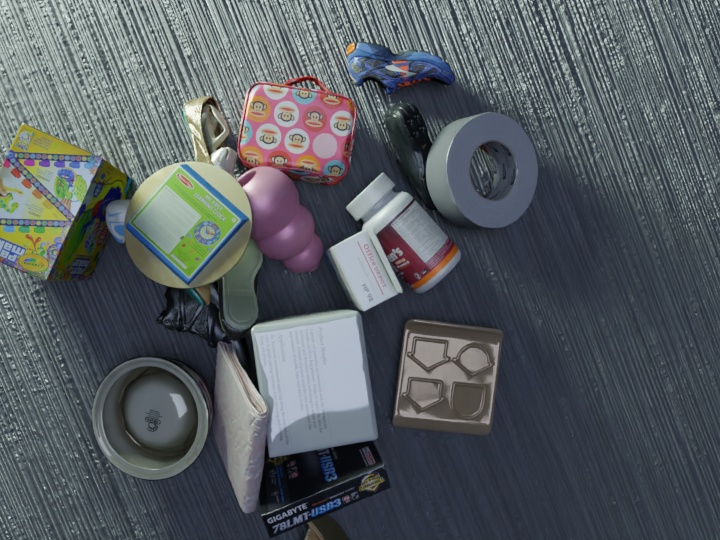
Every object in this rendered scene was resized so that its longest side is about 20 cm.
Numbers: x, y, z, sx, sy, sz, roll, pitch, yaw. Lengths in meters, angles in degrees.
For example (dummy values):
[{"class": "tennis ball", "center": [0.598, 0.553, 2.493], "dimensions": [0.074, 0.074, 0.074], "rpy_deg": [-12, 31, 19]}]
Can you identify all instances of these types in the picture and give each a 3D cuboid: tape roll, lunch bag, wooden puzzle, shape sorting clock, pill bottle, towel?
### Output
[{"class": "tape roll", "center": [0.217, -0.174, 1.075], "dimensions": [0.200, 0.066, 0.201], "rpy_deg": [-2, 94, -27]}, {"class": "lunch bag", "center": [-0.108, -0.249, 1.052], "dimensions": [0.199, 0.082, 0.177], "rpy_deg": [10, 87, -7]}, {"class": "wooden puzzle", "center": [0.156, 0.193, 1.106], "dimensions": [0.184, 0.046, 0.201], "rpy_deg": [8, 93, -7]}, {"class": "shape sorting clock", "center": [-0.263, -0.071, 0.931], "dimensions": [0.199, 0.039, 0.201], "rpy_deg": [-1, 81, 6]}, {"class": "pill bottle", "center": [0.073, -0.066, 1.062], "dimensions": [0.110, 0.110, 0.200], "rpy_deg": [-43, 95, -6]}, {"class": "towel", "center": [-0.191, 0.241, 0.953], "dimensions": [0.032, 0.191, 0.201], "rpy_deg": [-6, 122, -27]}]

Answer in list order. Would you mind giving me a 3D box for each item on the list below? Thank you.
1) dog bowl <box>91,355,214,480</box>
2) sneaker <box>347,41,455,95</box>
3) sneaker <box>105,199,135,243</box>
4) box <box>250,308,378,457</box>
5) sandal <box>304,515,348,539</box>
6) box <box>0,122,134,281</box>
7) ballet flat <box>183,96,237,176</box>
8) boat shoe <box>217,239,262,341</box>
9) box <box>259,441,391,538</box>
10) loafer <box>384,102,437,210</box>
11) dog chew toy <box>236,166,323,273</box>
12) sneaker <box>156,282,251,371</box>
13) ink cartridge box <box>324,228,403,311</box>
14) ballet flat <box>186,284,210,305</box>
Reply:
[{"class": "dog bowl", "center": [-0.332, 0.235, 1.001], "dimensions": [0.199, 0.074, 0.201], "rpy_deg": [0, 92, 7]}, {"class": "sneaker", "center": [0.071, -0.353, 1.091], "dimensions": [0.199, 0.075, 0.079], "rpy_deg": [8, 97, 0]}, {"class": "sneaker", "center": [-0.322, -0.096, 1.013], "dimensions": [0.199, 0.072, 0.073], "rpy_deg": [-18, 124, -34]}, {"class": "box", "center": [-0.077, 0.171, 0.994], "dimensions": [0.171, 0.200, 0.200], "rpy_deg": [-8, 90, -6]}, {"class": "sandal", "center": [-0.083, 0.464, 1.064], "dimensions": [0.070, 0.078, 0.212], "rpy_deg": [-34, 88, 13]}, {"class": "box", "center": [-0.468, -0.094, 0.941], "dimensions": [0.122, 0.200, 0.193], "rpy_deg": [24, 87, -7]}, {"class": "ballet flat", "center": [-0.246, -0.206, 1.019], "dimensions": [0.065, 0.070, 0.201], "rpy_deg": [-24, 80, 23]}, {"class": "boat shoe", "center": [-0.206, 0.020, 1.017], "dimensions": [0.071, 0.061, 0.202], "rpy_deg": [10, 51, -19]}, {"class": "box", "center": [-0.067, 0.325, 0.992], "dimensions": [0.198, 0.200, 0.050], "rpy_deg": [-21, 104, -6]}, {"class": "loafer", "center": [0.100, -0.202, 1.091], "dimensions": [0.068, 0.070, 0.201], "rpy_deg": [-35, 111, -26]}, {"class": "dog chew toy", "center": [-0.136, -0.076, 1.024], "dimensions": [0.124, 0.125, 0.200], "rpy_deg": [-41, 119, -6]}, {"class": "sneaker", "center": [-0.268, 0.099, 1.032], "dimensions": [0.114, 0.076, 0.200], "rpy_deg": [-30, 90, -5]}, {"class": "ink cartridge box", "center": [0.000, 0.000, 1.005], "dimensions": [0.067, 0.200, 0.116], "rpy_deg": [-27, 92, -7]}, {"class": "ballet flat", "center": [-0.288, -0.016, 0.990], "dimensions": [0.063, 0.069, 0.200], "rpy_deg": [-40, 54, -21]}]
